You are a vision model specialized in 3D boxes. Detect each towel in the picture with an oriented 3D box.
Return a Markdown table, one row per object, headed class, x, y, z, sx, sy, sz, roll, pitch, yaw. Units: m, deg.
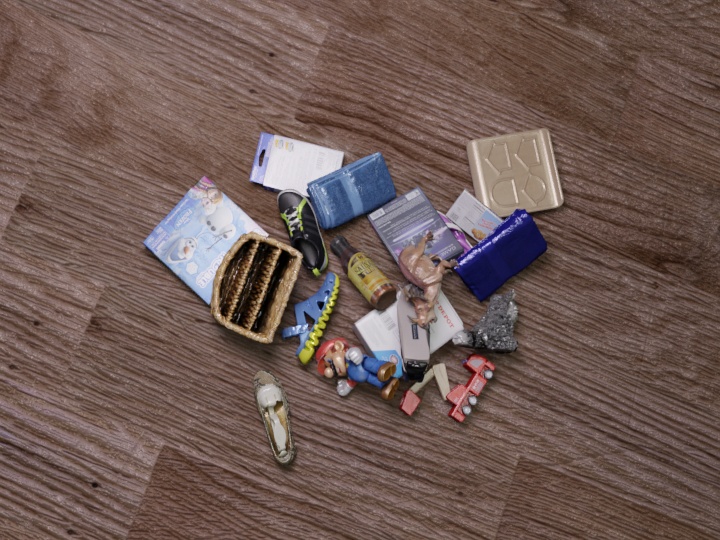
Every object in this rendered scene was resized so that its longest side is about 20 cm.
| class | x | y | z | sx | sy | sz | roll | pitch | yaw |
| --- | --- | --- | --- | --- | --- | --- | --- | --- | --- |
| towel | 0.302 | -0.035 | 1.578 | 0.198 | 0.148 | 0.050 | -37 | 45 | 7 |
| towel | -0.017 | -0.175 | 1.603 | 0.197 | 0.048 | 0.114 | -27 | 96 | -22 |

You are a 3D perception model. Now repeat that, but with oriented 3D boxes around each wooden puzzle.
| class | x | y | z | sx | sy | sz | roll | pitch | yaw |
| --- | --- | --- | --- | --- | --- | --- | --- | --- | --- |
| wooden puzzle | 0.353 | -0.220 | 1.675 | 0.194 | 0.046 | 0.191 | -10 | 81 | -2 |

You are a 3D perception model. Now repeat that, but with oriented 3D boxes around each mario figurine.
| class | x | y | z | sx | sy | sz | roll | pitch | yaw |
| --- | --- | --- | --- | --- | --- | --- | --- | --- | --- |
| mario figurine | -0.021 | 0.213 | 1.505 | 0.196 | 0.105 | 0.127 | 15 | 98 | 37 |

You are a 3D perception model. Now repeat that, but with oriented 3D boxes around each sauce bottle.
| class | x | y | z | sx | sy | sz | roll | pitch | yaw |
| --- | --- | --- | --- | --- | --- | --- | --- | --- | --- |
| sauce bottle | 0.000 | 0.000 | 1.555 | 0.065 | 0.067 | 0.200 | -37 | 56 | -10 |

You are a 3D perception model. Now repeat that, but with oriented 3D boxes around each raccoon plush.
| class | x | y | z | sx | sy | sz | roll | pitch | yaw |
| --- | --- | --- | --- | --- | --- | --- | --- | --- | --- |
| raccoon plush | 0.277 | 0.101 | 1.551 | 0.095 | 0.198 | 0.138 | -6 | 75 | 35 |

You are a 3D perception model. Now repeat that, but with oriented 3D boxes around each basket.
| class | x | y | z | sx | sy | sz | roll | pitch | yaw |
| --- | --- | --- | --- | --- | --- | --- | --- | --- | --- |
| basket | -0.224 | 0.027 | 1.497 | 0.140 | 0.148 | 0.205 | 24 | 86 | -20 |

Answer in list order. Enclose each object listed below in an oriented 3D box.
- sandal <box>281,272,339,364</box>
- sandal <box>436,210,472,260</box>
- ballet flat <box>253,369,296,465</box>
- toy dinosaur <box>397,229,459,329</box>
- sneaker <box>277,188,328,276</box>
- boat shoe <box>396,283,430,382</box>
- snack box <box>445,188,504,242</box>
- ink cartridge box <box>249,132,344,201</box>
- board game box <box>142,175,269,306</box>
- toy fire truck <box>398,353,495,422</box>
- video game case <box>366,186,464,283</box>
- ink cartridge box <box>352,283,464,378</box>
| class | x | y | z | sx | sy | sz | roll | pitch | yaw |
| --- | --- | --- | --- | --- | --- | --- | --- | --- | --- |
| sandal | -0.106 | 0.092 | 1.561 | 0.085 | 0.080 | 0.204 | 25 | 77 | 3 |
| sandal | 0.197 | -0.073 | 1.629 | 0.201 | 0.050 | 0.083 | 40 | 78 | 4 |
| ballet flat | -0.177 | 0.305 | 1.516 | 0.066 | 0.075 | 0.205 | -16 | 82 | -7 |
| toy dinosaur | 0.118 | 0.004 | 1.484 | 0.133 | 0.087 | 0.201 | -28 | 51 | -8 |
| sneaker | -0.124 | -0.086 | 1.571 | 0.070 | 0.083 | 0.204 | -28 | 88 | 12 |
| boat shoe | 0.106 | 0.133 | 1.495 | 0.072 | 0.094 | 0.204 | 5 | 51 | 0 |
| snack box | 0.289 | -0.092 | 1.632 | 0.198 | 0.024 | 0.072 | 38 | 108 | -2 |
| ink cartridge box | -0.142 | -0.228 | 1.630 | 0.194 | 0.042 | 0.123 | 14 | 80 | -6 |
| board game box | -0.334 | -0.065 | 1.582 | 0.198 | 0.043 | 0.201 | 41 | 79 | 1 |
| toy fire truck | 0.188 | 0.251 | 1.573 | 0.139 | 0.049 | 0.202 | 35 | 79 | 2 |
| video game case | 0.119 | -0.082 | 1.600 | 0.140 | 0.019 | 0.202 | -27 | 60 | -9 |
| ink cartridge box | 0.101 | 0.124 | 1.568 | 0.198 | 0.086 | 0.148 | -33 | 84 | -12 |
